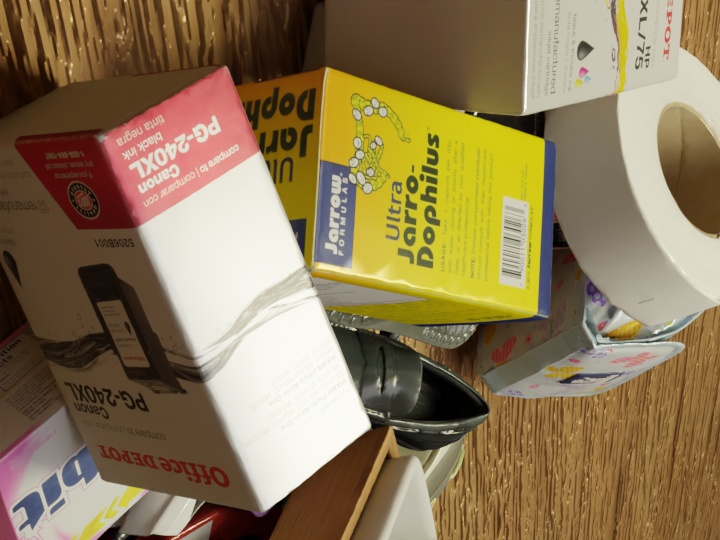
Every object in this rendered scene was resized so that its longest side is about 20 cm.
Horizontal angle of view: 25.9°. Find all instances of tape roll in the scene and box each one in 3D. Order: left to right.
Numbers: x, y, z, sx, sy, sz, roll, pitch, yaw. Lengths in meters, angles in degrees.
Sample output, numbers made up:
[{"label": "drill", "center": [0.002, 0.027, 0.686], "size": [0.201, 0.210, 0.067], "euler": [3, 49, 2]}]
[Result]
[{"label": "tape roll", "center": [0.224, -0.064, 1.171], "size": [0.201, 0.070, 0.205], "euler": [22, 58, -41]}]

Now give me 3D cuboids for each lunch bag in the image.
[{"label": "lunch bag", "center": [0.202, 0.028, 1.300], "size": [0.200, 0.128, 0.169], "euler": [-38, 180, -34]}]

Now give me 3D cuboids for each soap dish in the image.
[{"label": "soap dish", "center": [-0.017, 0.223, 1.009], "size": [0.158, 0.080, 0.201], "euler": [77, 30, -43]}]

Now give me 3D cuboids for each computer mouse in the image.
[{"label": "computer mouse", "center": [-0.132, 0.128, 0.961], "size": [0.200, 0.109, 0.044], "euler": [-49, 141, -41]}]

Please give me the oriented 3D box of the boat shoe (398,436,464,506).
[{"label": "boat shoe", "center": [0.022, 0.181, 1.255], "size": [0.202, 0.072, 0.061], "euler": [-48, 143, -31]}]

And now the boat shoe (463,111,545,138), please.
[{"label": "boat shoe", "center": [0.104, -0.066, 1.138], "size": [0.072, 0.065, 0.202], "euler": [2, 100, -12]}]

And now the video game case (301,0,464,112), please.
[{"label": "video game case", "center": [0.012, -0.093, 1.063], "size": [0.182, 0.023, 0.202], "euler": [-20, 131, -50]}]

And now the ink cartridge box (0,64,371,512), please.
[{"label": "ink cartridge box", "center": [-0.098, 0.010, 0.774], "size": [0.083, 0.144, 0.202], "euler": [-35, 113, -36]}]

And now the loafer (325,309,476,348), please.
[{"label": "loafer", "center": [0.000, 0.000, 1.034], "size": [0.199, 0.069, 0.076], "euler": [29, 89, -44]}]

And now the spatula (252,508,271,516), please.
[{"label": "spatula", "center": [-0.072, 0.074, 0.928], "size": [0.057, 0.020, 0.201], "euler": [-51, 148, -25]}]

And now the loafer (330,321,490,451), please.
[{"label": "loafer", "center": [0.009, 0.069, 1.029], "size": [0.200, 0.070, 0.069], "euler": [28, 54, -44]}]

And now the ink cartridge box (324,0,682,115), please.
[{"label": "ink cartridge box", "center": [0.093, -0.185, 0.960], "size": [0.199, 0.145, 0.148], "euler": [-19, 115, -51]}]

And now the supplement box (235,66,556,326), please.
[{"label": "supplement box", "center": [0.010, -0.035, 0.903], "size": [0.199, 0.108, 0.111], "euler": [12, 78, -45]}]

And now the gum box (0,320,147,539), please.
[{"label": "gum box", "center": [-0.152, 0.077, 0.897], "size": [0.200, 0.066, 0.114], "euler": [-42, 144, -32]}]

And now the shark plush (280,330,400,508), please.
[{"label": "shark plush", "center": [-0.019, 0.131, 1.137], "size": [0.083, 0.090, 0.202], "euler": [-98, -166, -73]}]

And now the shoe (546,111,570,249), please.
[{"label": "shoe", "center": [0.122, -0.037, 1.210], "size": [0.200, 0.091, 0.072], "euler": [-49, 148, -22]}]

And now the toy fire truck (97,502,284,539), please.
[{"label": "toy fire truck", "center": [-0.096, 0.236, 1.049], "size": [0.167, 0.111, 0.202], "euler": [-26, 126, -43]}]

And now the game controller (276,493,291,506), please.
[{"label": "game controller", "center": [-0.080, 0.170, 1.129], "size": [0.202, 0.042, 0.104], "euler": [-65, 165, 6]}]
